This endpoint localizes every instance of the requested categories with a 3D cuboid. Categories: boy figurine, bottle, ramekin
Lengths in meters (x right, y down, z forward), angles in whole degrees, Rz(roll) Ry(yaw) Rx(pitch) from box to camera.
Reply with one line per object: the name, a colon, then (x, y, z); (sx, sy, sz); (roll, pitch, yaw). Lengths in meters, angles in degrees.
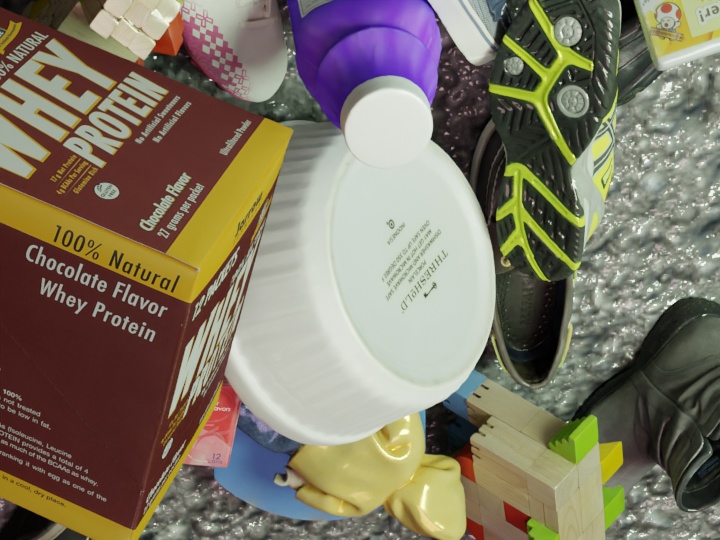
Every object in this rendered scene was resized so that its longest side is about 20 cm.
boy figurine: (-0.003, 0.115, 1.036); (0.199, 0.065, 0.125); (31, 115, -11)
bottle: (0.003, -0.128, 0.847); (0.082, 0.201, 0.066); (-11, 126, -1)
ramekin: (0.000, 0.000, 0.926); (0.093, 0.204, 0.202); (-14, 132, 41)

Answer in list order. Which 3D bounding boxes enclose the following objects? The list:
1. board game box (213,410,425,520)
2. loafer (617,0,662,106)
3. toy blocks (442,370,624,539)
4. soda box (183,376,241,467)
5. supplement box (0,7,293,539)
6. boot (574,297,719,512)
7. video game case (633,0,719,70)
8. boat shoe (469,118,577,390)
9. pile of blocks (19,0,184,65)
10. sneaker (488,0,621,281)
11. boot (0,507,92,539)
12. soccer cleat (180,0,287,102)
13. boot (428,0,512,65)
board game box: (-0.032, 0.090, 1.095); (0.155, 0.039, 0.202); (-2, 120, 0)
loafer: (0.190, -0.183, 0.913); (0.070, 0.069, 0.201); (25, 122, -34)
toy blocks: (0.108, 0.158, 1.104); (0.100, 0.136, 0.202); (-40, 139, -28)
soda box: (-0.174, 0.069, 0.932); (0.197, 0.064, 0.071); (6, 124, -13)
supplement box: (-0.165, 0.001, 0.793); (0.195, 0.133, 0.202); (23, 128, 5)
boot: (0.217, 0.129, 1.093); (0.069, 0.132, 0.202); (15, 122, -18)
video game case: (0.235, -0.231, 0.854); (0.197, 0.023, 0.184); (-18, 89, 5)
boat shoe: (0.115, -0.012, 1.027); (0.071, 0.061, 0.203); (-8, 125, -1)
pile of blocks: (-0.136, -0.144, 0.857); (0.062, 0.199, 0.083); (34, 74, -26)
sneaker: (0.121, -0.094, 0.919); (0.075, 0.077, 0.202); (19, 129, 18)
boot: (-0.185, 0.214, 1.138); (0.149, 0.074, 0.200); (29, 120, -23)
soccer cleat: (-0.078, -0.182, 0.867); (0.085, 0.070, 0.201); (-4, 130, 33)
boot: (0.079, -0.178, 0.850); (0.089, 0.074, 0.200); (-24, 166, 12)
